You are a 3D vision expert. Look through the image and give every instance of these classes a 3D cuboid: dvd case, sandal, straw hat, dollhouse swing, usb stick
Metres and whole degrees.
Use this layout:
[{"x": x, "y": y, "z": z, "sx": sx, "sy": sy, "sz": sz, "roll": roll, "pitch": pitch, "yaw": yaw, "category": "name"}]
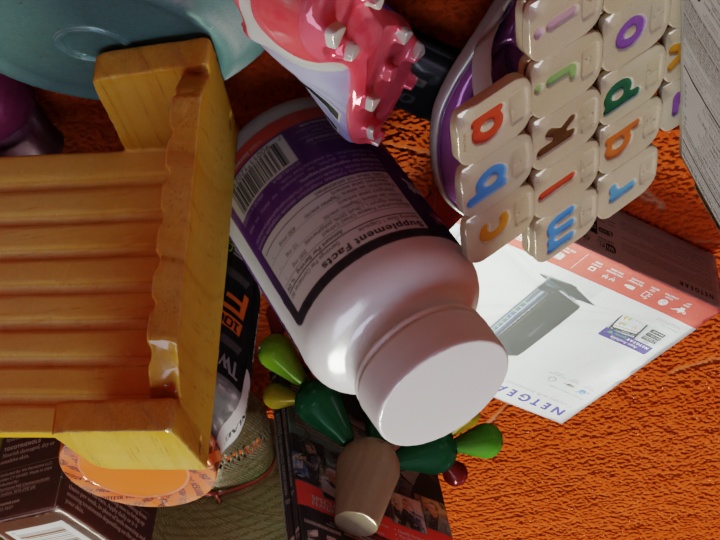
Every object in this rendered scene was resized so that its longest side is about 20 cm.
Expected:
[{"x": 0.003, "y": 0.158, "z": 1.008, "sx": 0.146, "sy": 0.200, "sz": 0.022, "roll": 26, "pitch": 120, "yaw": -25, "category": "dvd case"}, {"x": 0.092, "y": -0.104, "z": 0.745, "sx": 0.082, "sy": 0.050, "sz": 0.203, "roll": 11, "pitch": 126, "yaw": -13, "category": "sandal"}, {"x": -0.114, "y": 0.131, "z": 1.029, "sx": 0.200, "sy": 0.201, "sz": 0.085, "roll": 0, "pitch": 120, "yaw": 5, "category": "straw hat"}, {"x": -0.164, "y": -0.005, "z": 0.723, "sx": 0.175, "sy": 0.201, "sz": 0.182, "roll": 4, "pitch": 164, "yaw": 3, "category": "dollhouse swing"}, {"x": 0.009, "y": -0.124, "z": 0.778, "sx": 0.199, "sy": 0.033, "sz": 0.055, "roll": 21, "pitch": 146, "yaw": -20, "category": "usb stick"}]

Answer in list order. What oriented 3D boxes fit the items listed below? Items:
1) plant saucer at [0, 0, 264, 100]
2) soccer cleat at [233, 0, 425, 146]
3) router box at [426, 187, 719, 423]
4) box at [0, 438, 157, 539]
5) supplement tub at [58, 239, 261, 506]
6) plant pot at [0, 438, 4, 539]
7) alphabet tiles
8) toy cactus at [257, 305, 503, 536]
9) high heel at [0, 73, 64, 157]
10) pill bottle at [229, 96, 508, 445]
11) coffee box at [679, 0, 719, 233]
[{"x": -0.138, "y": -0.131, "z": 0.704, "sx": 0.199, "sy": 0.036, "sz": 0.200, "roll": 4, "pitch": 164, "yaw": 1, "category": "plant saucer"}, {"x": -0.019, "y": -0.119, "z": 0.683, "sx": 0.076, "sy": 0.067, "sz": 0.200, "roll": 29, "pitch": 177, "yaw": 14, "category": "soccer cleat"}, {"x": 0.114, "y": 0.018, "z": 0.935, "sx": 0.199, "sy": 0.049, "sz": 0.180, "roll": 22, "pitch": 139, "yaw": -21, "category": "router box"}, {"x": -0.190, "y": 0.106, "z": 0.957, "sx": 0.075, "sy": 0.201, "sz": 0.100, "roll": -15, "pitch": 138, "yaw": 27, "category": "box"}, {"x": -0.127, "y": 0.040, "z": 0.864, "sx": 0.122, "sy": 0.201, "sz": 0.123, "roll": 2, "pitch": 143, "yaw": 2, "category": "supplement tub"}, {"x": -0.332, "y": 0.195, "z": 1.100, "sx": 0.198, "sy": 0.182, "sz": 0.200, "roll": 11, "pitch": 141, "yaw": -9, "category": "plant pot"}, {"x": 0.126, "y": -0.092, "z": 0.730, "sx": 0.195, "sy": 0.015, "sz": 0.200, "roll": -35, "pitch": 145, "yaw": -18, "category": "alphabet tiles"}, {"x": 0.005, "y": 0.116, "z": 0.979, "sx": 0.200, "sy": 0.165, "sz": 0.102, "roll": 32, "pitch": 135, "yaw": -18, "category": "toy cactus"}, {"x": -0.291, "y": -0.082, "z": 0.836, "sx": 0.199, "sy": 0.068, "sz": 0.096, "roll": -20, "pitch": 144, "yaw": 8, "category": "high heel"}, {"x": 0.000, "y": 0.000, "z": 0.783, "sx": 0.111, "sy": 0.200, "sz": 0.112, "roll": -21, "pitch": 142, "yaw": -17, "category": "pill bottle"}, {"x": 0.232, "y": -0.118, "z": 0.702, "sx": 0.114, "sy": 0.080, "sz": 0.200, "roll": -17, "pitch": 140, "yaw": 0, "category": "coffee box"}]
